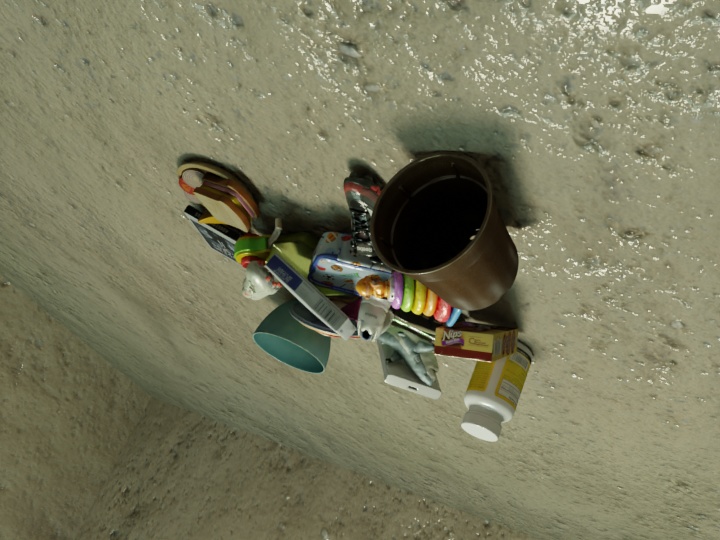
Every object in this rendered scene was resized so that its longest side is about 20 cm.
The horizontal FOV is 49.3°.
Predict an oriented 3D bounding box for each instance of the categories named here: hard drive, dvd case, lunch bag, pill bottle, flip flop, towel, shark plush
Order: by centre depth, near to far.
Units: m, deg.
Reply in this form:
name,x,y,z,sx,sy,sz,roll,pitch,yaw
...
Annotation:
name,x,y,z,sx,sy,sz,roll,pitch,yaw
lunch bag,0.000,0.000,1.538,0.197,0.077,0.161,16,152,-9
flip flop,0.130,0.089,1.643,0.198,0.082,0.057,26,163,-13
pill bottle,0.282,0.249,1.651,0.110,0.202,0.112,21,156,10
shark plush,0.083,0.168,1.692,0.198,0.084,0.091,27,179,-5
towel,0.115,0.126,1.722,0.198,0.024,0.153,29,180,-7
dvd case,-0.304,-0.065,1.766,0.149,0.025,0.200,28,164,18
hard drive,0.105,0.206,1.772,0.130,0.027,0.201,20,-157,-15

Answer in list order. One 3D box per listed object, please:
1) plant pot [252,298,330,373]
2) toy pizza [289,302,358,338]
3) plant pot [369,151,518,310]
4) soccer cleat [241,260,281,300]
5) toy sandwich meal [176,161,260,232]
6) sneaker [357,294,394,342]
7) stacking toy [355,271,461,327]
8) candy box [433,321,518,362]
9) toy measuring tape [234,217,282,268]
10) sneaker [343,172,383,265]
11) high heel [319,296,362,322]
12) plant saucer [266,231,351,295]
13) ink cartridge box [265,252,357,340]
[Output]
name,x,y,z,sx,sy,sz,roll,pitch,yaw
plant pot,-0.152,0.150,1.965,0.198,0.136,0.201,22,156,10
toy pizza,-0.070,0.120,1.813,0.197,0.032,0.200,14,-167,-3
plant pot,0.145,-0.046,1.221,0.198,0.203,0.198,8,160,35
soccer cleat,-0.211,0.028,1.603,0.070,0.077,0.200,62,178,8
toy sandwich meal,-0.294,-0.141,1.593,0.202,0.071,0.206,21,156,10
sneaker,0.020,0.100,1.548,0.073,0.088,0.200,18,166,11
stacking toy,0.088,0.037,1.440,0.196,0.118,0.110,2,156,-8
candy box,0.229,0.137,1.528,0.115,0.058,0.199,5,-177,25
toy measuring tape,-0.215,-0.055,1.593,0.073,0.074,0.200,29,150,-8
sneaker,0.016,-0.083,1.369,0.070,0.099,0.201,12,152,32
high heel,-0.050,0.071,1.709,0.199,0.067,0.097,22,147,42
plant saucer,-0.114,-0.020,1.689,0.198,0.048,0.200,-4,142,48
ink cartridge box,-0.094,0.059,1.583,0.199,0.041,0.200,41,176,13
